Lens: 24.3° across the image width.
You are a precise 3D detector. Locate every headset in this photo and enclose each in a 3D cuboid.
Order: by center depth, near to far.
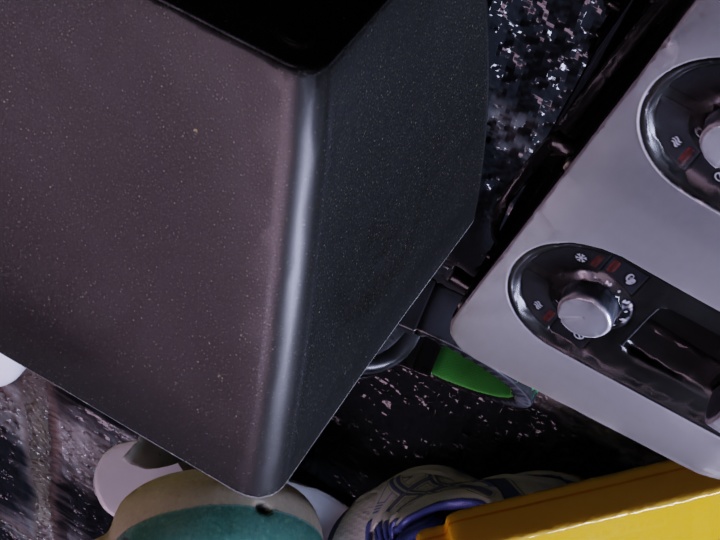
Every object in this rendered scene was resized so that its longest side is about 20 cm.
[{"bbox_3d":[0.000,0.000,0.792,0.199,0.094,0.124,22,170,10],"label":"headset"}]

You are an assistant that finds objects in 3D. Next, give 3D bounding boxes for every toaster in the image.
[{"bbox_3d":[0.131,-0.059,0.491,0.118,0.200,0.181,32,141,-1],"label":"toaster"}]

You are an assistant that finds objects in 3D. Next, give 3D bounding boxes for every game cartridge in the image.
[{"bbox_3d":[0.124,0.167,0.846,0.175,0.033,0.201,-13,137,-1],"label":"game cartridge"}]

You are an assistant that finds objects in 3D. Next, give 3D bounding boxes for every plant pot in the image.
[{"bbox_3d":[-0.059,-0.074,0.650,0.199,0.200,0.178,28,137,12],"label":"plant pot"}]

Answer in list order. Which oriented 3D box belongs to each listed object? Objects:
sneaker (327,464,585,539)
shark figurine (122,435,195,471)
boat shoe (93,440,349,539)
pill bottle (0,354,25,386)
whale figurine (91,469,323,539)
[{"bbox_3d":[0.037,0.145,0.921,0.199,0.088,0.076,-19,79,46],"label":"sneaker"},{"bbox_3d":[-0.137,0.079,0.997,0.214,0.090,0.128,37,132,-2],"label":"shark figurine"},{"bbox_3d":[-0.076,0.161,1.093,0.199,0.072,0.068,17,180,4],"label":"boat shoe"},{"bbox_3d":[-0.177,-0.021,0.807,0.109,0.200,0.109,24,147,16],"label":"pill bottle"},{"bbox_3d":[-0.101,0.201,0.994,0.158,0.104,0.200,15,137,-28],"label":"whale figurine"}]
